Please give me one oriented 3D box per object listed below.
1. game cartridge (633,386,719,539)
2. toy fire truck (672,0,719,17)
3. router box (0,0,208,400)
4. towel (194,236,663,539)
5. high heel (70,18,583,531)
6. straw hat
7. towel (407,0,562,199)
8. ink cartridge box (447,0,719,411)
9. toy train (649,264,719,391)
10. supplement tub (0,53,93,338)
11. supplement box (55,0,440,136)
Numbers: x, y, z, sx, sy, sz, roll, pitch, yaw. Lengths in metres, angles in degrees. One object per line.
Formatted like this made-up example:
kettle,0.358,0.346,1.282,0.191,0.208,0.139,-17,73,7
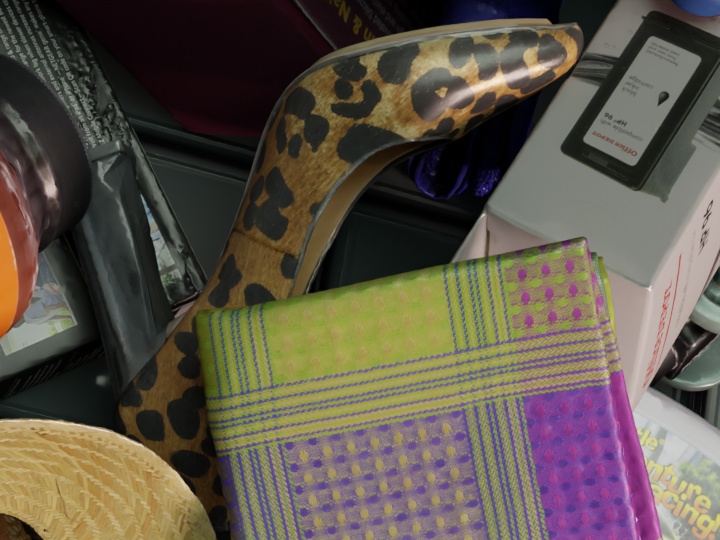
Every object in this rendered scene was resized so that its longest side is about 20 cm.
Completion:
game cartridge,0.093,0.112,0.958,0.200,0.041,0.133,32,74,-7
toy fire truck,0.086,-0.174,0.863,0.199,0.112,0.168,6,85,-2
router box,-0.166,-0.048,0.922,0.149,0.051,0.200,-24,84,-23
towel,0.029,0.095,0.833,0.143,0.023,0.201,-11,105,5
high heel,0.000,0.000,0.870,0.200,0.071,0.143,-20,81,13
straw hat,-0.155,0.107,0.855,0.201,0.201,0.085,-12,37,-22
towel,0.070,-0.139,0.978,0.049,0.148,0.200,16,67,1
ink cartridge box,0.098,-0.025,0.899,0.068,0.116,0.200,27,66,15
toy train,0.150,-0.040,1.016,0.114,0.085,0.200,44,68,12
supplement tub,-0.178,0.002,0.807,0.107,0.107,0.200,50,52,1
supplement box,-0.029,-0.167,0.949,0.103,0.131,0.200,2,66,27
